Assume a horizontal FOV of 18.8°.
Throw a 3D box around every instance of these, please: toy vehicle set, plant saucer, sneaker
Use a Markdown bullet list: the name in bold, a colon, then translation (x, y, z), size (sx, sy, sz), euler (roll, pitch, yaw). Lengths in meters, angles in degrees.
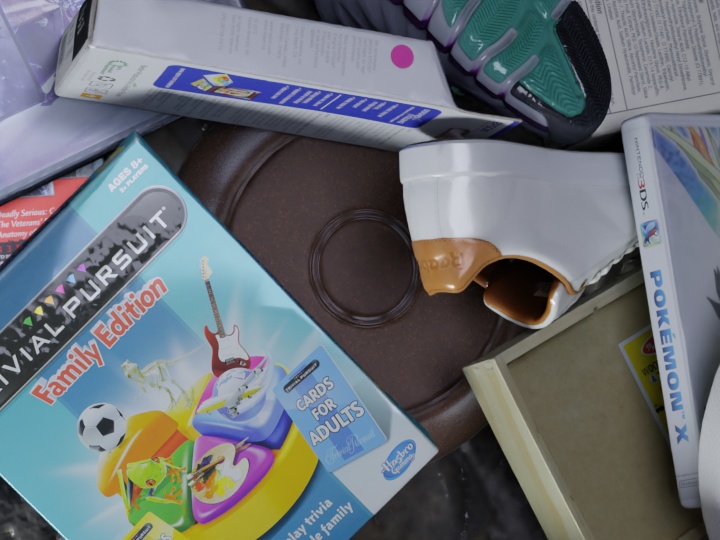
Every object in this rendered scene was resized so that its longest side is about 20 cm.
- **toy vehicle set**: translation (0.154, 0.060, 1.054), size (0.199, 0.026, 0.125), euler (-27, 91, -34)
- **plant saucer**: translation (0.000, 0.000, 1.054), size (0.198, 0.032, 0.202), euler (1, 85, -13)
- **sneaker**: translation (0.032, -0.125, 1.037), size (0.200, 0.088, 0.074), euler (44, 55, 4)
- **sneaker**: translation (0.096, -0.014, 1.034), size (0.199, 0.073, 0.085), euler (1, 84, -40)

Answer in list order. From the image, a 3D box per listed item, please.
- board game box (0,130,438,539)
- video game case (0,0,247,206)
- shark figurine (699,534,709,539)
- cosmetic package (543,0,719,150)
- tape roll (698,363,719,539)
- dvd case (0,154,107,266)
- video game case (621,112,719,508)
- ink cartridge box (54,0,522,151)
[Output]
- **board game box**: translation (-0.087, 0.062, 0.993), size (0.151, 0.047, 0.200), euler (-44, 101, 0)
- **video game case**: translation (-0.156, -0.115, 1.010), size (0.199, 0.019, 0.144), euler (-27, 92, -17)
- **shark figurine**: translation (0.240, 0.197, 1.066), size (0.213, 0.089, 0.129), euler (20, 82, -9)
- **cosmetic package**: translation (0.184, -0.128, 1.088), size (0.198, 0.073, 0.104), euler (-11, 87, -15)
- **tape roll**: translation (0.244, 0.075, 1.003), size (0.201, 0.037, 0.205), euler (-8, 105, -30)
- **dvd case**: translation (-0.192, -0.072, 1.018), size (0.145, 0.022, 0.202), euler (-5, 87, -14)
- **video game case**: translation (0.214, 0.015, 1.060), size (0.199, 0.022, 0.184), euler (-2, 81, -40)
- **ink cartridge box**: translation (-0.034, -0.087, 0.984), size (0.198, 0.095, 0.037), euler (11, 79, -16)
